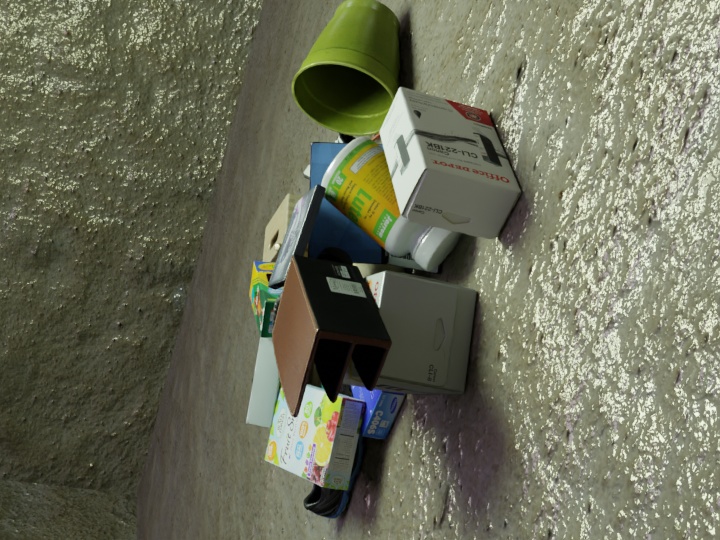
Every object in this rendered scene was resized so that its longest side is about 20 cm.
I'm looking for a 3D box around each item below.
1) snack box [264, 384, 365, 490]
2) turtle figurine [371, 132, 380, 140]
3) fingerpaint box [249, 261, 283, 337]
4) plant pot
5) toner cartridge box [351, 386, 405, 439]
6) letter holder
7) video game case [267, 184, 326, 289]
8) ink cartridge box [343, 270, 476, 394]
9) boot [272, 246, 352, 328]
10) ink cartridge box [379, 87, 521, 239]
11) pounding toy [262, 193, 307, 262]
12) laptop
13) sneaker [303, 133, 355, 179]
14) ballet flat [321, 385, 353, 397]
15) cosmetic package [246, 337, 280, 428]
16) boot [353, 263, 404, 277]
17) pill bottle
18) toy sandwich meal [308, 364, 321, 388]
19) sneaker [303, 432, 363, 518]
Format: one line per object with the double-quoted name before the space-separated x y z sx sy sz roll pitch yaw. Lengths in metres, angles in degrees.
"snack box" -0.078 0.265 1.604 0.199 0.052 0.144 6 82 57
"turtle figurine" 0.046 -0.183 1.676 0.161 0.064 0.201 -25 32 59
"fingerpaint box" -0.087 0.052 1.728 0.167 0.197 0.074 -117 33 -63
"plant pot" -0.006 -0.389 1.809 0.200 0.198 0.195 135 154 -60
"toner cartridge box" 0.020 0.169 1.597 0.201 0.043 0.096 -105 30 -54
"letter holder" -0.046 0.094 1.298 0.201 0.099 0.144 -115 39 -59
"video game case" -0.098 -0.046 1.472 0.200 0.019 0.145 160 129 -78
"ink cartridge box" 0.053 0.093 1.383 0.200 0.143 0.148 160 120 -68
"boot" -0.062 0.087 1.504 0.158 0.078 0.213 -53 -43 -49
"ink cartridge box" 0.117 -0.147 1.327 0.201 0.142 0.084 -101 29 -47
"pounding toy" -0.098 -0.046 1.855 0.200 0.182 0.144 133 144 -58
"laptop" 0.022 -0.098 1.496 0.199 0.115 0.190 12 103 53
"sneaker" -0.047 -0.225 2.012 0.200 0.075 0.117 27 96 63
"ballet flat" -0.041 0.221 1.693 0.071 0.064 0.202 -109 24 -51
"cosmetic package" -0.151 0.187 1.771 0.200 0.051 0.153 -27 -55 -83
"boot" 0.000 0.000 1.634 0.198 0.072 0.158 1 82 39
"pill bottle" 0.048 -0.092 1.417 0.111 0.199 0.111 -44 -17 -18
"toy sandwich meal" -0.076 0.200 1.840 0.205 0.069 0.208 -171 90 -74
"sneaker" -0.048 0.325 1.649 0.071 0.082 0.202 -129 53 -66
